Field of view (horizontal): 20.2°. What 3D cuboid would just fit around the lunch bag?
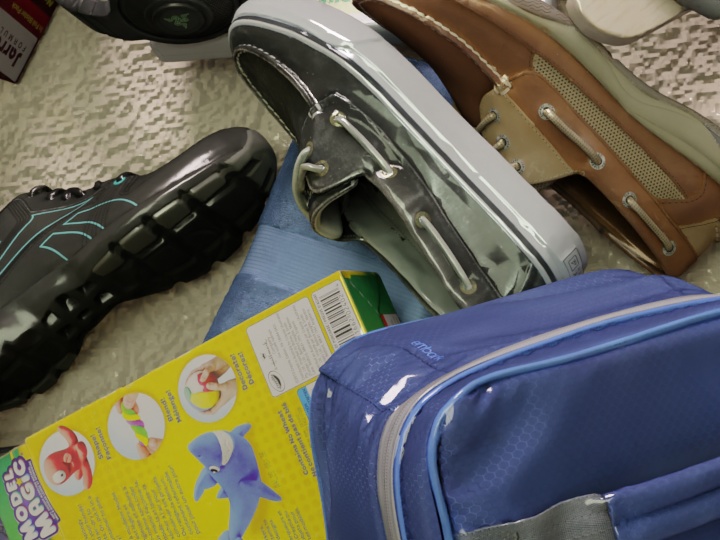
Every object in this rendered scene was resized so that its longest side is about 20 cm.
[{"bbox_3d":[0.095,0.080,0.767,0.199,0.132,0.136,-16,103,-22],"label":"lunch bag"}]

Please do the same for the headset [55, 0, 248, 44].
[{"bbox_3d":[-0.063,-0.158,0.953,0.200,0.094,0.124,14,76,39],"label":"headset"}]

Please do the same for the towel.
[{"bbox_3d":[0.000,0.000,0.930,0.111,0.049,0.200,20,83,22],"label":"towel"}]

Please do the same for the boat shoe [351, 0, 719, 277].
[{"bbox_3d":[0.078,-0.065,0.870,0.200,0.076,0.072,32,84,-8],"label":"boat shoe"}]

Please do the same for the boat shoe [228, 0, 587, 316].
[{"bbox_3d":[0.004,-0.044,0.858,0.071,0.072,0.200,-40,65,-20],"label":"boat shoe"}]

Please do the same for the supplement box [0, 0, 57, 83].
[{"bbox_3d":[-0.172,-0.207,1.011,0.061,0.109,0.200,24,84,22],"label":"supplement box"}]

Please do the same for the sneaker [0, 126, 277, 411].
[{"bbox_3d":[-0.132,-0.016,0.961,0.200,0.075,0.079,-35,62,9],"label":"sneaker"}]

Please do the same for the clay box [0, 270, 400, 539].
[{"bbox_3d":[-0.060,0.094,0.878,0.200,0.048,0.115,-28,79,21],"label":"clay box"}]

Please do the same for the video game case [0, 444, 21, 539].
[{"bbox_3d":[-0.176,0.184,0.952,0.142,0.019,0.201,-8,72,15],"label":"video game case"}]

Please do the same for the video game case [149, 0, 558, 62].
[{"bbox_3d":[0.001,-0.191,0.986,0.199,0.022,0.183,-2,66,17],"label":"video game case"}]

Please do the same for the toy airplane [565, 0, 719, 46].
[{"bbox_3d":[0.186,-0.179,0.869,0.198,0.141,0.201,6,61,-1],"label":"toy airplane"}]
